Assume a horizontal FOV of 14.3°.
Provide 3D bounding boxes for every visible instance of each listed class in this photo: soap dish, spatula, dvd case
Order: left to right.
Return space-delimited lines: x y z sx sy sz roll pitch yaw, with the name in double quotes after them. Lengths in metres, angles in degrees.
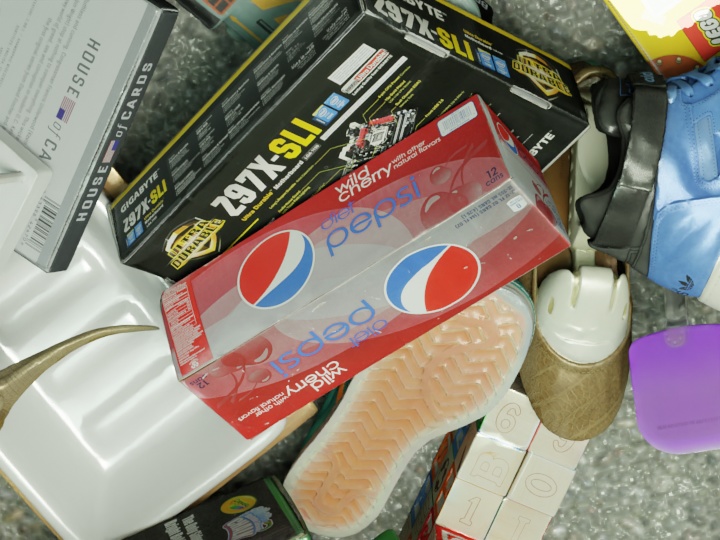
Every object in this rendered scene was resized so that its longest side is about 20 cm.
-0.199 -0.112 1.476 0.200 0.025 0.151 32 107 24 "dvd case"
-0.144 0.042 1.546 0.157 0.081 0.200 -37 103 10 "soap dish"
0.159 0.000 1.473 0.056 0.201 0.021 -11 148 10 "spatula"

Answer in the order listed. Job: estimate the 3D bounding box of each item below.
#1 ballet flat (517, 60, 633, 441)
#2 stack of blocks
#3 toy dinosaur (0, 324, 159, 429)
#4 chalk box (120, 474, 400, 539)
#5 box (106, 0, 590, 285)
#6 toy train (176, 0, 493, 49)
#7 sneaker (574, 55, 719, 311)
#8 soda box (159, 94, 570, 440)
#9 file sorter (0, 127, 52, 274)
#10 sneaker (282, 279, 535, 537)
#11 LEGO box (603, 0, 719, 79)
0.116 -0.015 1.492 0.067 0.072 0.201 7 78 -9 "ballet flat"
0.060 0.149 1.562 0.058 0.115 0.201 23 105 -7 "stack of blocks"
-0.201 0.075 1.469 0.200 0.101 0.058 -45 73 1 "toy dinosaur"
-0.064 0.194 1.491 0.199 0.125 0.124 -22 104 -5 "chalk box"
-0.006 -0.054 1.465 0.159 0.049 0.200 23 126 -35 "box"
-0.019 -0.150 1.492 0.200 0.085 0.114 39 117 -14 "toy train"
0.174 -0.090 1.424 0.111 0.077 0.201 22 97 0 "sneaker"
0.000 0.000 1.439 0.199 0.064 0.070 -31 138 14 "soda box"
-0.286 -0.046 1.445 0.200 0.124 0.139 39 114 21 "file sorter"
0.026 0.055 1.525 0.071 0.080 0.200 35 126 -11 "sneaker"
0.160 -0.216 1.469 0.149 0.077 0.200 -35 104 10 "LEGO box"
